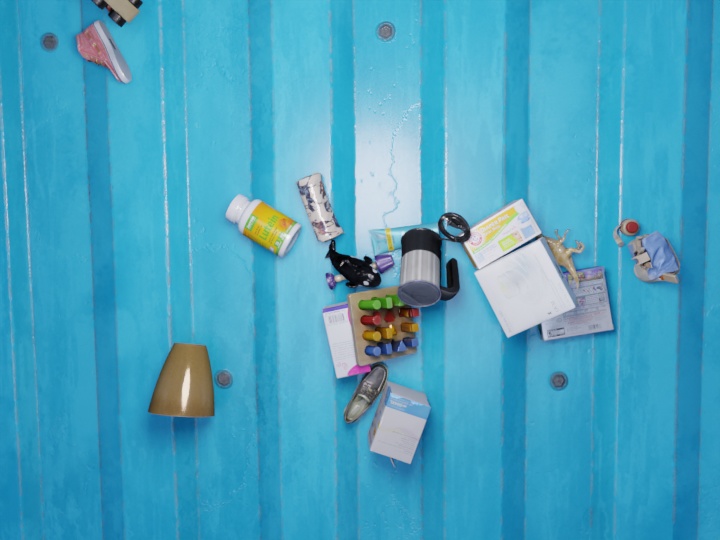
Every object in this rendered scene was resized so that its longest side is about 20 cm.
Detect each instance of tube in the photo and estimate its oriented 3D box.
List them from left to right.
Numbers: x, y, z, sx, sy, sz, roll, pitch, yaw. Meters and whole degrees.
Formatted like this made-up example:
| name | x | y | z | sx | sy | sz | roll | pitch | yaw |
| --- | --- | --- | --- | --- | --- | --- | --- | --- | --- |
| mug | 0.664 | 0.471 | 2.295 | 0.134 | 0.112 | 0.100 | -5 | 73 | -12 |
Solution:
| name | x | y | z | sx | sy | sz | roll | pitch | yaw |
| --- | --- | --- | --- | --- | --- | --- | --- | --- | --- |
| tube | 0.127 | -0.097 | 1.662 | 0.199 | 0.050 | 0.078 | -10 | 94 | 9 |

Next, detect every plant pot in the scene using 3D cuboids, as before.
| name | x | y | z | sx | sy | sz | roll | pitch | yaw |
| --- | --- | --- | --- | --- | --- | --- | --- | --- | --- |
| plant pot | -0.504 | 0.314 | 1.672 | 0.185 | 0.186 | 0.202 | 5 | 80 | 3 |

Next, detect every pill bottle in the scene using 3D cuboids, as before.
| name | x | y | z | sx | sy | sz | roll | pitch | yaw |
| --- | --- | --- | --- | --- | --- | --- | --- | --- | --- |
| pill bottle | -0.278 | -0.132 | 1.648 | 0.199 | 0.111 | 0.111 | 31 | 95 | 1 |

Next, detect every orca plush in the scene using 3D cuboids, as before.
| name | x | y | z | sx | sy | sz | roll | pitch | yaw |
| --- | --- | --- | --- | --- | --- | --- | --- | --- | --- |
| orca plush | -0.027 | -0.025 | 1.616 | 0.105 | 0.071 | 0.200 | -38 | 59 | -6 |

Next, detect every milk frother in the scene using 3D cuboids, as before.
| name | x | y | z | sx | sy | sz | roll | pitch | yaw |
| --- | --- | --- | --- | --- | --- | --- | --- | --- | --- |
| milk frother | 0.196 | -0.032 | 1.540 | 0.179 | 0.201 | 0.189 | 7 | 52 | -1 |

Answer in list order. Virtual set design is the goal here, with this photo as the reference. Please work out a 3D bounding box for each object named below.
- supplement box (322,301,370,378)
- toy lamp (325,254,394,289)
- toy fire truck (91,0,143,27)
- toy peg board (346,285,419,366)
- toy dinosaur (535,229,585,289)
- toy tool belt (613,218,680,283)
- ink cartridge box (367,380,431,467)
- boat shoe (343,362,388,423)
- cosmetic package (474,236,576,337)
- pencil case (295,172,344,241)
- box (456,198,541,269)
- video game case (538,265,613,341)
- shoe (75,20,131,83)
| name | x | y | z | sx | sy | sz | roll | pitch | yaw |
| --- | --- | --- | --- | --- | --- | --- | --- | --- | --- |
| supplement box | -0.037 | 0.194 | 1.661 | 0.100 | 0.103 | 0.201 | -11 | 92 | 3 |
| toy lamp | 0.000 | 0.000 | 1.670 | 0.199 | 0.058 | 0.059 | -17 | 93 | 7 |
| toy fire truck | -0.736 | -0.790 | 1.629 | 0.129 | 0.176 | 0.200 | -45 | 49 | 6 |
| toy peg board | 0.083 | 0.149 | 1.602 | 0.199 | 0.098 | 0.201 | -8 | 91 | -30 |
| toy dinosaur | 0.578 | -0.047 | 1.629 | 0.101 | 0.058 | 0.200 | -38 | 71 | 9 |
| toy tool belt | 0.796 | -0.055 | 1.583 | 0.124 | 0.123 | 0.201 | -31 | 91 | 5 |
| ink cartridge box | 0.104 | 0.443 | 1.651 | 0.124 | 0.129 | 0.201 | 20 | 94 | -4 |
| boat shoe | 0.016 | 0.365 | 1.687 | 0.072 | 0.066 | 0.201 | 34 | 95 | 1 |
| cosmetic package | 0.450 | 0.045 | 1.578 | 0.199 | 0.123 | 0.200 | -29 | 85 | 23 |
| pencil case | -0.117 | -0.182 | 1.654 | 0.077 | 0.089 | 0.201 | -20 | 92 | 33 |
| box | 0.382 | -0.101 | 1.615 | 0.199 | 0.101 | 0.113 | -31 | 92 | 5 |
| video game case | 0.600 | 0.093 | 1.644 | 0.199 | 0.045 | 0.183 | -10 | 93 | 4 |
| shoe | -0.743 | -0.613 | 1.667 | 0.091 | 0.071 | 0.201 | -28 | 87 | 6 |
